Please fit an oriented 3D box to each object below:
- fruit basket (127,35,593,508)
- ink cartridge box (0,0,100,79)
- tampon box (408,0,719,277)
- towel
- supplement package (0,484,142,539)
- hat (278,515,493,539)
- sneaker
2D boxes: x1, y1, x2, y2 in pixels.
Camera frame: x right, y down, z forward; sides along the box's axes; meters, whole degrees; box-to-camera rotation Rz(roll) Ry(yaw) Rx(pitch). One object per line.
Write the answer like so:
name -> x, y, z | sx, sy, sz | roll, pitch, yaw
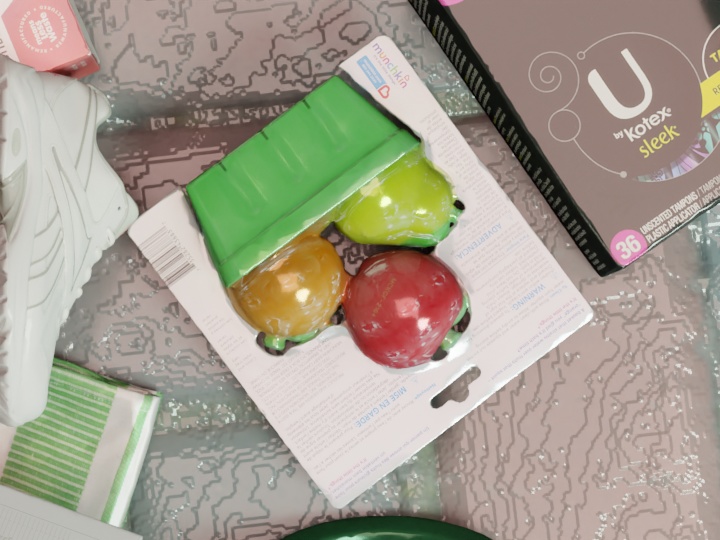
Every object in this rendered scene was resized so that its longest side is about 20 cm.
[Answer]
fruit basket -> 0.000, 0.000, 1.529 | 0.185, 0.094, 0.200 | -38, 97, -1
ink cartridge box -> -0.261, -0.131, 1.534 | 0.200, 0.067, 0.117 | -23, 88, -1
tampon box -> 0.142, -0.120, 1.507 | 0.150, 0.126, 0.200 | -35, 88, -2
towel -> -0.227, 0.110, 1.547 | 0.200, 0.023, 0.153 | 16, 88, 0
supplement package -> -0.234, 0.176, 1.457 | 0.200, 0.110, 0.114 | 21, 54, -1
hat -> 0.003, 0.254, 1.530 | 0.199, 0.166, 0.176 | 3, 121, 8
sneaker -> -0.165, -0.015, 1.481 | 0.099, 0.078, 0.201 | 4, 88, -31
